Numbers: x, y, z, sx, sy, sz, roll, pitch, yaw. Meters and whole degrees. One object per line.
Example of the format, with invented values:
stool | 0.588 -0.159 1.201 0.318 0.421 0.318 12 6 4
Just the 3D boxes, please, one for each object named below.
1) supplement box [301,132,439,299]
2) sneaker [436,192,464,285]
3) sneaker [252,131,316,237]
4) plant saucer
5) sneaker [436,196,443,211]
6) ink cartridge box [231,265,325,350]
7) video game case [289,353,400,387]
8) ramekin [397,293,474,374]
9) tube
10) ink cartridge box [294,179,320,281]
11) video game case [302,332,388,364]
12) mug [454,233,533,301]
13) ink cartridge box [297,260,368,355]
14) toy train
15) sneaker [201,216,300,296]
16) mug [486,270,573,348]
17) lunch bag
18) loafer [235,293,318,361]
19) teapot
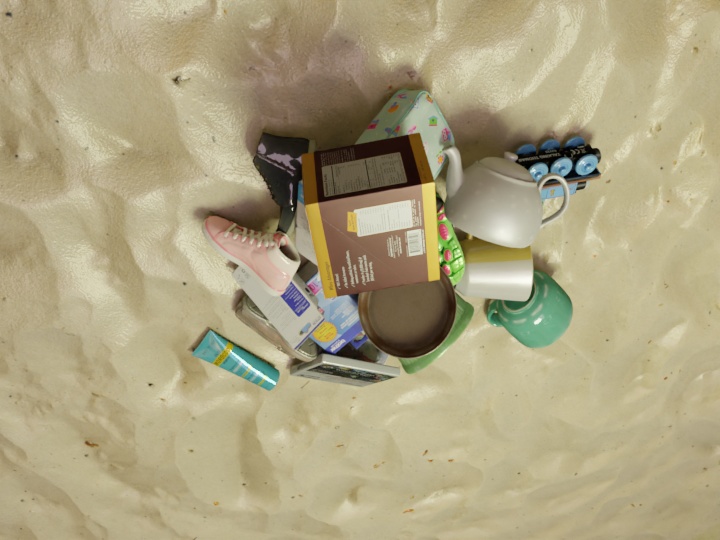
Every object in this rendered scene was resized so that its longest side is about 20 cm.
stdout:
supplement box | 0.018 -0.084 1.077 0.194 0.135 0.200 -9 133 1
sneaker | 0.165 -0.065 1.333 0.075 0.084 0.205 -8 109 18
sneaker | -0.152 -0.157 1.220 0.103 0.076 0.204 12 122 -10
plant saucer | 0.092 0.070 1.313 0.196 0.204 0.032 -26 168 7
sneaker | 0.057 -0.106 1.271 0.199 0.076 0.116 -38 90 34
ink cartridge box | -0.156 0.048 1.313 0.099 0.039 0.201 -42 84 20
video game case | -0.037 0.227 1.505 0.196 0.024 0.181 14 157 -26
ramekin | 0.137 0.111 1.415 0.199 0.200 0.098 -42 95 18
tube | -0.270 0.201 1.476 0.198 0.051 0.078 33 106 -27
ink cartridge box | -0.061 -0.093 1.241 0.115 0.066 0.203 -40 152 -38
video game case | -0.014 0.157 1.522 0.195 0.023 0.185 9 124 -22
mug | 0.267 -0.026 1.407 0.148 0.192 0.150 -4 162 -1
ink cartridge box | -0.060 0.081 1.393 0.136 0.077 0.199 -40 118 20
toy train | 0.378 -0.192 1.322 0.194 0.088 0.116 -10 138 -9
sneaker | -0.195 -0.053 1.239 0.199 0.076 0.105 41 121 -4
mug | 0.366 0.088 1.487 0.184 0.154 0.114 -40 128 17
lunch bag | 0.074 -0.202 1.184 0.202 0.076 0.161 -54 132 -12
loafer | -0.176 0.126 1.408 0.199 0.072 0.063 40 129 -11
teapot | 0.256 -0.140 1.218 0.198 0.195 0.150 -8 121 -53
